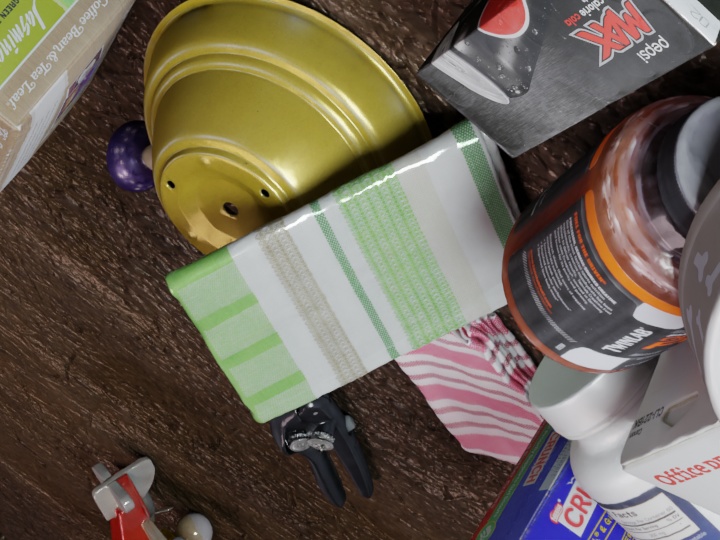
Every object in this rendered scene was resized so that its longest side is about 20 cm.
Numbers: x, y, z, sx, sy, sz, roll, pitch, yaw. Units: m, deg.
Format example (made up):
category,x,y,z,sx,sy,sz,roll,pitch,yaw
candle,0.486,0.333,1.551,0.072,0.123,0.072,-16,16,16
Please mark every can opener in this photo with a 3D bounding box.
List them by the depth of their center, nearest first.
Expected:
category,x,y,z,sx,sy,sz,roll,pitch,yaw
can opener,-0.027,0.149,1.654,0.063,0.079,0.200,-14,143,13

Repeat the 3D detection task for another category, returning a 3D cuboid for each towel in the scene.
category,x,y,z,sx,sy,sz,roll,pitch,yaw
towel,0.000,0.000,1.120,0.150,0.199,0.031,63,-179,-47
towel,0.082,0.086,1.371,0.146,0.030,0.200,13,149,48

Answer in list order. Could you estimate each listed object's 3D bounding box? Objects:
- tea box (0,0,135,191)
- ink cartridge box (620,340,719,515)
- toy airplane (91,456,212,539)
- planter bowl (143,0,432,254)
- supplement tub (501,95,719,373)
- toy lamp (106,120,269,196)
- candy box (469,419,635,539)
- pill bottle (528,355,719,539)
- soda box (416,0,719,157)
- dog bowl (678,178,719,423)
category,x,y,z,sx,sy,sz,roll,pitch,yaw
tea box,-0.269,-0.168,1.246,0.196,0.134,0.200,38,159,-5
ink cartridge box,0.254,0.093,0.981,0.199,0.084,0.144,24,160,-8
toy airplane,-0.238,0.301,2.215,0.201,0.140,0.199,69,154,18
planter bowl,-0.060,-0.059,1.137,0.199,0.084,0.201,18,139,17
supplement tub,0.146,-0.019,0.942,0.107,0.107,0.200,38,160,-2
toy lamp,-0.100,-0.072,1.290,0.199,0.058,0.058,8,145,51
candy box,0.181,0.185,1.225,0.200,0.169,0.077,43,154,-15
pill bottle,0.195,0.114,1.135,0.200,0.111,0.111,43,158,-17
soda box,0.101,-0.116,0.871,0.071,0.063,0.200,40,158,-9
dog bowl,0.234,0.024,0.814,0.199,0.059,0.201,6,126,8
